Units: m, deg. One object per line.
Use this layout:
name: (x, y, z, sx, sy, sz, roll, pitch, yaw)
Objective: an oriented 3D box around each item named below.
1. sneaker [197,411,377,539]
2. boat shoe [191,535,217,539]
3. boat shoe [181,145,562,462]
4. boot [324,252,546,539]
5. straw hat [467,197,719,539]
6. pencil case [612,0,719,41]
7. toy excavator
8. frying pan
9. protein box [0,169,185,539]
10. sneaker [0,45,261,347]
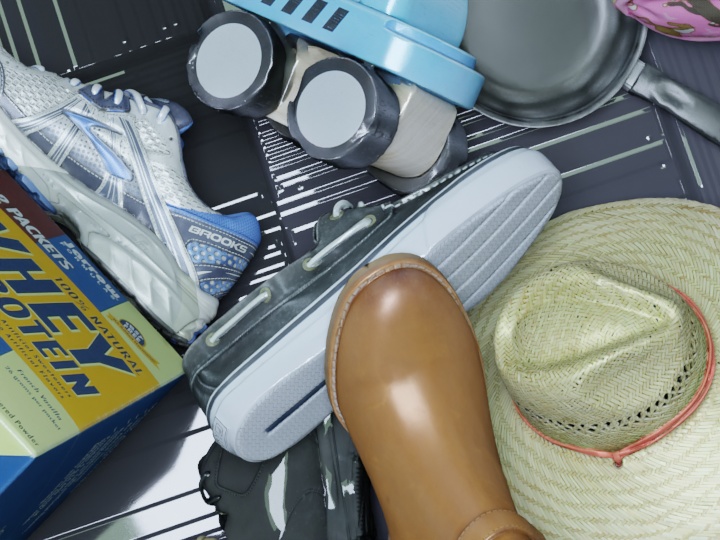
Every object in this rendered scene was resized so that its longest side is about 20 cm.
sneaker: (-0.034, 0.120, 1.086, 0.090, 0.076, 0.202, -1, 75, 8)
boat shoe: (-0.064, 0.227, 1.062, 0.063, 0.073, 0.202, -20, 87, 15)
boat shoe: (0.000, 0.000, 1.040, 0.200, 0.072, 0.071, -37, 59, -6)
boot: (0.044, 0.105, 0.969, 0.076, 0.155, 0.201, -9, 113, -15)
straw hat: (0.109, 0.038, 1.038, 0.200, 0.085, 0.203, -9, 65, 19)
pencil case: (0.174, -0.208, 1.089, 0.082, 0.086, 0.202, 16, 76, -30)
toy excavator: (-0.009, -0.159, 1.078, 0.194, 0.100, 0.201, 27, 93, 31)
frying pan: (0.121, -0.122, 1.117, 0.189, 0.031, 0.116, 9, 90, -8)
protein box: (-0.213, 0.079, 1.001, 0.135, 0.200, 0.199, 46, 105, 4)
sneaker: (-0.129, -0.059, 1.106, 0.085, 0.077, 0.200, -44, 92, -12)
